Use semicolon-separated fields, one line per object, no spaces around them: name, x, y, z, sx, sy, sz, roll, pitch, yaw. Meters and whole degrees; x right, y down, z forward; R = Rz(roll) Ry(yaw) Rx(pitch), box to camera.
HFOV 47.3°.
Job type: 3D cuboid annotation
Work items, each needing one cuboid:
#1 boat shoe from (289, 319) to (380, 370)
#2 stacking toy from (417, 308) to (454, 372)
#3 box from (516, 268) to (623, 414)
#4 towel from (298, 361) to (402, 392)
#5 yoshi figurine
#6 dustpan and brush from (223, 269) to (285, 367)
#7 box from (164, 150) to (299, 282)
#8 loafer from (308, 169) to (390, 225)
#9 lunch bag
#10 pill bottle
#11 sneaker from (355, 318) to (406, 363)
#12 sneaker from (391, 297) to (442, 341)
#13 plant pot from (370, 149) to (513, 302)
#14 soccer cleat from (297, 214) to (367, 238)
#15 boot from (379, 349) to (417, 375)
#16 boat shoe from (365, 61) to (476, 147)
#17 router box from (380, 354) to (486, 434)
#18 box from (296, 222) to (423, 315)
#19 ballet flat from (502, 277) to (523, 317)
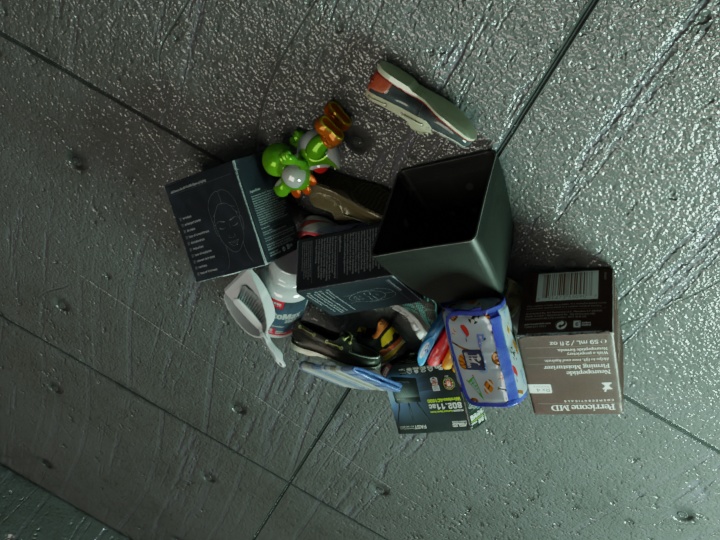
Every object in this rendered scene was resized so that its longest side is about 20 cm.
boat shoe;-0.049;0.155;1.718;0.197;0.072;0.062;15;107;3
stacking toy;0.214;0.166;1.552;0.198;0.110;0.117;32;134;8
box;0.378;0.127;1.461;0.163;0.166;0.202;-5;129;21
towel;-0.024;0.219;1.712;0.145;0.024;0.198;27;161;-34
yoshi figurine;-0.110;-0.215;1.453;0.111;0.114;0.200;6;144;-41
dustpan and brush;-0.205;0.106;1.668;0.201;0.057;0.139;50;139;-3
box;-0.245;-0.103;1.578;0.197;0.123;0.200;-12;101;36
loafer;-0.013;-0.126;1.520;0.198;0.076;0.068;28;140;17
lunch bag;0.213;0.133;1.407;0.121;0.200;0.174;-15;95;-6
pill bottle;-0.162;0.037;1.714;0.118;0.120;0.202;26;137;3
sneaker;0.013;0.166;1.791;0.199;0.070;0.091;-33;95;44
sneaker;0.117;0.056;1.628;0.090;0.078;0.200;-28;120;31
plant pot;0.160;-0.056;1.411;0.197;0.202;0.178;-7;137;33
soccer cleat;-0.033;-0.058;1.590;0.196;0.074;0.069;10;134;21
boot;0.153;0.244;1.783;0.198;0.069;0.175;-29;104;35
boat shoe;0.097;-0.257;1.329;0.198;0.071;0.063;35;123;3
router box;0.147;0.252;1.691;0.198;0.062;0.153;-13;96;41
box;0.000;0.000;1.521;0.196;0.109;0.148;-9;157;23
ballet flat;0.256;0.088;1.580;0.064;0.072;0.201;18;143;-13
